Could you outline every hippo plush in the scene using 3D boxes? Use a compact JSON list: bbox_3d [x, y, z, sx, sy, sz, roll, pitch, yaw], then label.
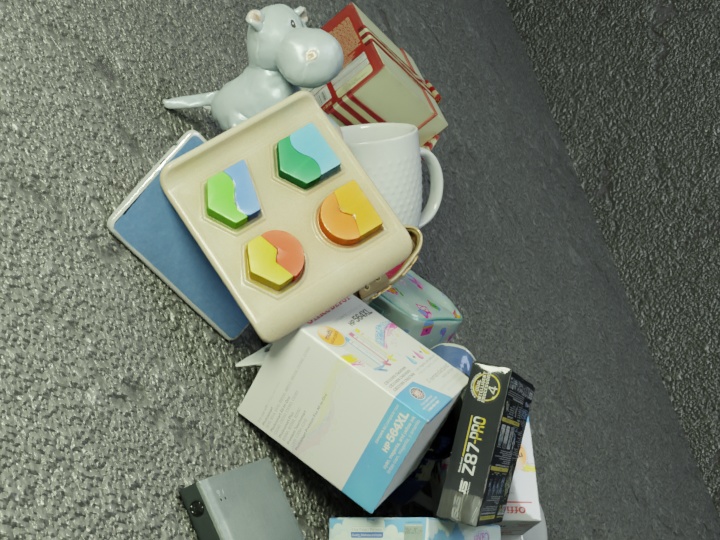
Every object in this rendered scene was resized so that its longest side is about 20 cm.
[{"bbox_3d":[-0.085,-0.220,1.465,0.199,0.162,0.159,32,22,26],"label":"hippo plush"}]

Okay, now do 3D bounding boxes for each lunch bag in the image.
[{"bbox_3d":[0.013,0.032,1.556,0.199,0.077,0.160,36,18,25],"label":"lunch bag"}]

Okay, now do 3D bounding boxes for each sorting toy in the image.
[{"bbox_3d":[-0.070,-0.058,1.244,0.201,0.184,0.036,56,-20,7],"label":"sorting toy"}]

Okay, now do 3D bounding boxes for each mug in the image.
[{"bbox_3d":[0.031,-0.101,1.708,0.199,0.147,0.177,-16,109,-35],"label":"mug"}]

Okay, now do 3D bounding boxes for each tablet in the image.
[{"bbox_3d":[-0.150,-0.032,1.293,0.200,0.130,0.014,47,-10,-36],"label":"tablet"}]

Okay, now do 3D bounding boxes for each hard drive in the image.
[{"bbox_3d":[-0.084,0.277,1.164,0.201,0.033,0.139,65,20,9],"label":"hard drive"}]

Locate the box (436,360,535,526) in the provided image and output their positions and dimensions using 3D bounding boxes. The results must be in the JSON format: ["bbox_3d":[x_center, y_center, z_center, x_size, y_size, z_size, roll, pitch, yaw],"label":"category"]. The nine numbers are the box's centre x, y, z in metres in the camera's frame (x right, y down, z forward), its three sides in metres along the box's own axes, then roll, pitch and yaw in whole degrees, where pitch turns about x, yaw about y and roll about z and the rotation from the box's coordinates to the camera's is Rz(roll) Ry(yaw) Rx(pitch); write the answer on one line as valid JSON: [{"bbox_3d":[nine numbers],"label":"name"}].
[{"bbox_3d":[0.137,0.187,1.362,0.200,0.049,0.163,32,70,-73],"label":"box"}]

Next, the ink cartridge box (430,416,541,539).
[{"bbox_3d":[0.145,0.248,1.512,0.068,0.114,0.202,119,-30,-61],"label":"ink cartridge box"}]

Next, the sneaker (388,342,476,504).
[{"bbox_3d":[0.061,0.185,1.425,0.080,0.200,0.115,25,25,0],"label":"sneaker"}]

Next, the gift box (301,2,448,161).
[{"bbox_3d":[0.003,-0.227,1.827,0.186,0.184,0.201,35,28,-45],"label":"gift box"}]

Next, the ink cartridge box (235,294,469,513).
[{"bbox_3d":[-0.016,0.119,1.298,0.199,0.126,0.128,35,26,12],"label":"ink cartridge box"}]

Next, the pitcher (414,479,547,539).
[{"bbox_3d":[0.129,0.285,1.585,0.171,0.121,0.201,-24,75,-49],"label":"pitcher"}]

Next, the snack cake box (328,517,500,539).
[{"bbox_3d":[0.062,0.298,1.354,0.200,0.114,0.068,25,62,-60],"label":"snack cake box"}]

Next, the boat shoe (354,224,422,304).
[{"bbox_3d":[0.000,0.000,1.431,0.074,0.069,0.200,46,44,7],"label":"boat shoe"}]
